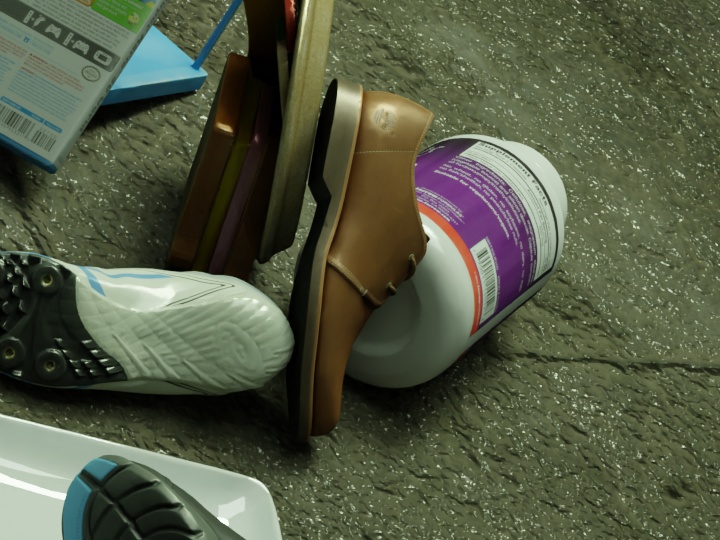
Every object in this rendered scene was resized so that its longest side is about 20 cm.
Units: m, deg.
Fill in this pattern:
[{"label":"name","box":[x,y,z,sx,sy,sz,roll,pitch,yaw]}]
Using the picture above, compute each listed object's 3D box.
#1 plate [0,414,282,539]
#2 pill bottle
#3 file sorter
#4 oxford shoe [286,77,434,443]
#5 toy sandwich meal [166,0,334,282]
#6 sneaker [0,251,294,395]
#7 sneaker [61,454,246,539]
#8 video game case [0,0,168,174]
[{"label":"plate","box":[-0.122,0.158,1.393,0.199,0.032,0.200,15,34,-25]},{"label":"pill bottle","box":[0.050,-0.013,1.708,0.112,0.113,0.200,38,31,10]},{"label":"file sorter","box":[-0.173,-0.213,1.767,0.200,0.123,0.139,41,23,15]},{"label":"oxford shoe","box":[0.000,0.000,1.576,0.071,0.201,0.071,11,4,-12]},{"label":"toy sandwich meal","box":[-0.062,-0.092,1.646,0.070,0.206,0.205,9,34,-4]},{"label":"sneaker","box":[-0.135,0.030,1.544,0.199,0.072,0.072,9,-1,-21]},{"label":"sneaker","box":[-0.061,0.166,1.356,0.200,0.073,0.082,45,16,11]},{"label":"video game case","box":[-0.183,-0.173,1.666,0.143,0.200,0.018,30,-11,13]}]
